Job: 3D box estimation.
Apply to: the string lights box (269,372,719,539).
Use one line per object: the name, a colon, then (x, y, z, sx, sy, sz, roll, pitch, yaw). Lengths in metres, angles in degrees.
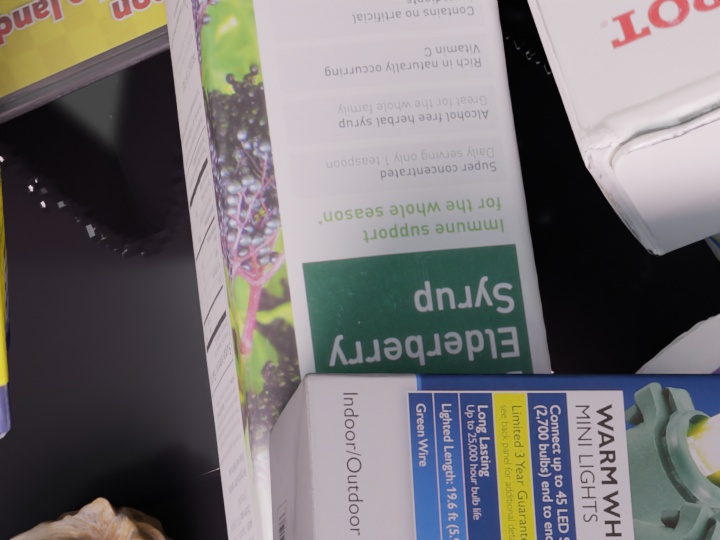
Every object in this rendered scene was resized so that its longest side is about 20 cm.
string lights box: (0.082, 0.079, 0.701, 0.200, 0.059, 0.103, 0, 73, -11)

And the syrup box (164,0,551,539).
syrup box: (0.000, 0.000, 0.777, 0.079, 0.081, 0.200, -5, 78, -10)

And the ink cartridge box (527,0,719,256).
ink cartridge box: (0.104, -0.124, 0.774, 0.145, 0.085, 0.200, -21, 65, 10)

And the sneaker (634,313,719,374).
sneaker: (0.104, 0.105, 0.811, 0.114, 0.073, 0.201, 39, 143, 26)

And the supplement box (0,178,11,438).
supplement box: (-0.148, -0.062, 0.758, 0.109, 0.109, 0.200, -4, 103, -6)

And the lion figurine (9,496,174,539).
lion figurine: (-0.068, 0.173, 0.904, 0.122, 0.072, 0.200, -30, 97, 16)

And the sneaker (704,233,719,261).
sneaker: (0.131, 0.017, 0.807, 0.200, 0.076, 0.105, 26, 90, 31)

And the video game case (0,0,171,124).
video game case: (-0.082, -0.148, 0.824, 0.200, 0.026, 0.181, -24, 103, -5)
